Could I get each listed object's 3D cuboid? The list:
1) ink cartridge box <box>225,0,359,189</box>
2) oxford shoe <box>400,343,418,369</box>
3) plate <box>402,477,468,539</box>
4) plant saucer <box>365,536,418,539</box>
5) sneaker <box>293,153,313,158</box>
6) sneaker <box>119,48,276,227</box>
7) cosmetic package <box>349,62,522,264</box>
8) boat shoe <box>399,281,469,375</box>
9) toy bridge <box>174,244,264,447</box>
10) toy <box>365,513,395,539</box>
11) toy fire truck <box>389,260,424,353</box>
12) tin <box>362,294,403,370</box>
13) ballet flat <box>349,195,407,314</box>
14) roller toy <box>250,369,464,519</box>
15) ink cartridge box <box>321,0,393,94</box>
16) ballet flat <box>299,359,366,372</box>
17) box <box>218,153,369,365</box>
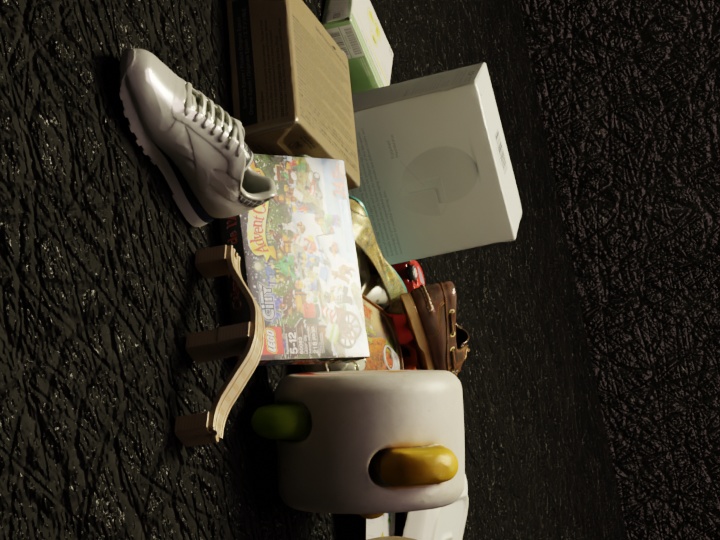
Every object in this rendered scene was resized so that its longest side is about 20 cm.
[{"bbox_3d":[-0.070,-0.189,1.609,0.200,0.075,0.166,41,39,-64],"label":"ink cartridge box"},{"bbox_3d":[0.050,0.178,1.790,0.201,0.071,0.073,-81,159,-50],"label":"oxford shoe"},{"bbox_3d":[0.083,0.331,1.741,0.200,0.032,0.201,13,90,-72],"label":"plate"},{"bbox_3d":[0.040,0.359,1.479,0.030,0.198,0.201,115,-20,-53],"label":"plant saucer"},{"bbox_3d":[-0.061,-0.027,1.531,0.079,0.073,0.202,50,36,-54],"label":"sneaker"},{"bbox_3d":[-0.144,-0.123,1.310,0.200,0.080,0.077,58,28,-47],"label":"sneaker"},{"bbox_3d":[0.077,-0.127,1.844,0.123,0.198,0.201,-62,139,-68],"label":"cosmetic package"},{"bbox_3d":[0.100,0.091,1.824,0.201,0.070,0.071,76,-9,-50],"label":"boat shoe"},{"bbox_3d":[-0.118,0.062,1.301,0.027,0.067,0.201,60,24,-48],"label":"toy bridge"},{"bbox_3d":[0.007,0.234,1.646,0.115,0.047,0.202,40,46,-70],"label":"toy"},{"bbox_3d":[0.075,0.089,1.966,0.141,0.048,0.202,34,46,-68],"label":"toy fire truck"},{"bbox_3d":[-0.002,0.086,1.711,0.200,0.042,0.113,39,47,-60],"label":"tin"},{"bbox_3d":[0.000,0.000,1.762,0.071,0.070,0.201,-85,158,-44],"label":"ballet flat"},{"bbox_3d":[0.011,0.167,1.439,0.182,0.198,0.141,5,83,-70],"label":"roller toy"},{"bbox_3d":[0.000,-0.335,1.992,0.146,0.048,0.201,63,25,-42],"label":"ink cartridge box"},{"bbox_3d":[-0.013,0.123,1.561,0.201,0.069,0.069,68,17,-4],"label":"ballet flat"},{"bbox_3d":[-0.066,-0.010,1.452,0.136,0.038,0.202,0,77,-39],"label":"box"}]
